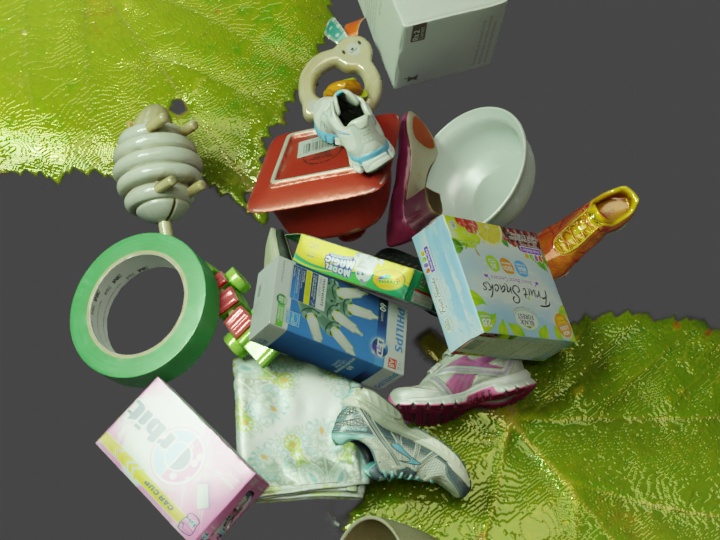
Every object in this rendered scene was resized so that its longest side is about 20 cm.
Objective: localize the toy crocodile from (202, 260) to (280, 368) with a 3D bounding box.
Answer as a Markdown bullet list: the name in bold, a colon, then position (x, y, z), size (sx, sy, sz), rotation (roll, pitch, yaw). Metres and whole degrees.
- **toy crocodile**: position (-0.168, 0.052, 1.535), size (0.067, 0.062, 0.200), rotation (-40, 55, 2)

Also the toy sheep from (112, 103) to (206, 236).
- **toy sheep**: position (-0.277, -0.135, 1.597), size (0.137, 0.138, 0.202), rotation (-5, 72, -5)

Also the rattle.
- **rattle**: position (-0.029, -0.318, 1.687), size (0.129, 0.143, 0.201), rotation (8, 71, 21)

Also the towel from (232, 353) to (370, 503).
- **towel**: position (-0.078, 0.202, 1.502), size (0.170, 0.048, 0.202), rotation (-3, 66, -4)

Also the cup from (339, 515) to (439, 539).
- **cup**: position (0.066, 0.395, 1.362), size (0.142, 0.200, 0.202), rotation (10, 63, -28)

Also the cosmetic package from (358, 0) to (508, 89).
- **cosmetic package**: position (0.098, -0.409, 1.714), size (0.164, 0.165, 0.201), rotation (-17, 69, -10)

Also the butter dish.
- **butter dish**: position (-0.032, -0.106, 1.591), size (0.198, 0.149, 0.200), rotation (-10, 36, 17)

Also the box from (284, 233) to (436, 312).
- **box**: position (0.000, 0.000, 1.531), size (0.199, 0.117, 0.049), rotation (20, 89, 28)

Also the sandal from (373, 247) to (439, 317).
- **sandal**: position (0.104, 0.028, 1.594), size (0.199, 0.045, 0.075), rotation (25, 61, 24)

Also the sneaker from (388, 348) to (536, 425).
- **sneaker**: position (0.126, 0.143, 1.524), size (0.198, 0.081, 0.089), rotation (-11, 66, -16)

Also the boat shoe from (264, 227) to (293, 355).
- **boat shoe**: position (-0.090, 0.028, 1.565), size (0.067, 0.072, 0.201), rotation (-2, 52, -20)

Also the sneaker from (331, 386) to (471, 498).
- **sneaker**: position (0.047, 0.237, 1.462), size (0.199, 0.078, 0.087), rotation (36, 68, -4)

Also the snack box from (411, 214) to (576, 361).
- **snack box**: position (0.175, 0.026, 1.500), size (0.199, 0.068, 0.170), rotation (8, 56, -43)

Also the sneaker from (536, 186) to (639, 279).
- **sneaker**: position (0.302, -0.056, 1.615), size (0.200, 0.077, 0.073), rotation (-38, 74, -14)

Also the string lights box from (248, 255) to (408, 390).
- **string lights box**: position (-0.038, 0.069, 1.481), size (0.199, 0.059, 0.103), rotation (22, 53, -24)

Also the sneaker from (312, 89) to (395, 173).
- **sneaker**: position (-0.017, -0.205, 1.512), size (0.075, 0.087, 0.200), rotation (-30, 33, -9)

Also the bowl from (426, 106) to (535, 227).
- **bowl**: position (0.171, -0.119, 1.608), size (0.200, 0.090, 0.202), rotation (-26, 50, 35)

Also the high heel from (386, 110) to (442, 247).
- **high heel**: position (0.059, -0.131, 1.616), size (0.067, 0.096, 0.201), rotation (29, 41, -33)

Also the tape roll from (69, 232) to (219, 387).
- **tape roll**: position (-0.283, 0.052, 1.523), size (0.199, 0.048, 0.202), rotation (-8, 65, 17)

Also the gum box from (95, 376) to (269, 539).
- **gum box**: position (-0.218, 0.244, 1.441), size (0.200, 0.066, 0.114), rotation (40, 81, 23)
